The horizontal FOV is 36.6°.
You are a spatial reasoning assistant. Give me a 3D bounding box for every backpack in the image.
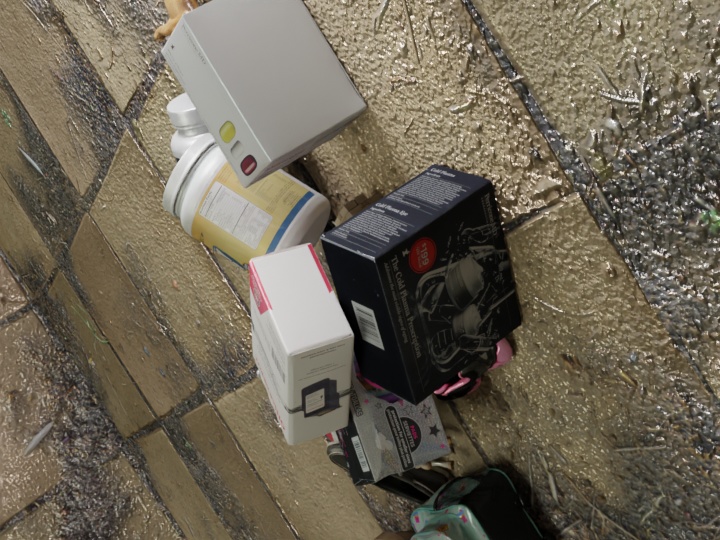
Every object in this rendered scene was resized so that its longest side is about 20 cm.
[{"bbox_3d":[0.160,0.386,1.544,0.177,0.153,0.200,53,159,-4],"label":"backpack"}]

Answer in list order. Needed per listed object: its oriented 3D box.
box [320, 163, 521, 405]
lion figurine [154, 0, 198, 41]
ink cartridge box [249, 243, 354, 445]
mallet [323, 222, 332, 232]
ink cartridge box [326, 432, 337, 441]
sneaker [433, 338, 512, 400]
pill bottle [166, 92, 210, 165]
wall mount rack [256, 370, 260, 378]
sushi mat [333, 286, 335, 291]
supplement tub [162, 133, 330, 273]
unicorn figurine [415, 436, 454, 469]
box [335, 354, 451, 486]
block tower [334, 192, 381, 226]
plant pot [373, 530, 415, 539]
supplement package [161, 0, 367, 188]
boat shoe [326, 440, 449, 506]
[{"bbox_3d":[0.074,0.013,1.246,0.104,0.181,0.202,22,138,47],"label":"box"},{"bbox_3d":[-0.246,-0.379,1.484,0.122,0.072,0.202,8,124,54],"label":"lion figurine"},{"bbox_3d":[-0.073,0.092,1.307,0.201,0.083,0.146,95,155,-51],"label":"ink cartridge box"},{"bbox_3d":[0.000,0.000,1.524,0.200,0.041,0.066,45,154,33],"label":"mallet"},{"bbox_3d":[-0.003,0.200,1.683,0.145,0.083,0.201,44,150,23],"label":"ink cartridge box"},{"bbox_3d":[0.117,0.130,1.398,0.079,0.095,0.200,49,153,10],"label":"sneaker"},{"bbox_3d":[-0.218,-0.164,1.622,0.111,0.111,0.202,21,136,49],"label":"pill bottle"},{"bbox_3d":[-0.117,0.159,1.841,0.200,0.074,0.175,42,148,25],"label":"wall mount rack"},{"bbox_3d":[-0.040,0.124,1.559,0.096,0.012,0.203,-130,50,-63],"label":"sushi mat"},{"bbox_3d":[-0.156,-0.084,1.496,0.199,0.145,0.145,32,149,7],"label":"supplement tub"},{"bbox_3d":[0.051,0.251,1.549,0.136,0.075,0.200,1,152,28],"label":"unicorn figurine"},{"bbox_3d":[0.023,0.164,1.420,0.132,0.113,0.202,134,117,-72],"label":"box"},{"bbox_3d":[0.052,-0.009,1.401,0.201,0.054,0.058,52,153,10],"label":"block tower"},{"bbox_3d":[0.112,0.505,1.808,0.201,0.092,0.202,41,149,31],"label":"plant pot"},{"bbox_3d":[-0.119,-0.234,1.332,0.201,0.155,0.111,58,153,-1],"label":"supplement package"},{"bbox_3d":[0.041,0.308,1.640,0.198,0.058,0.067,18,144,-8],"label":"boat shoe"}]
